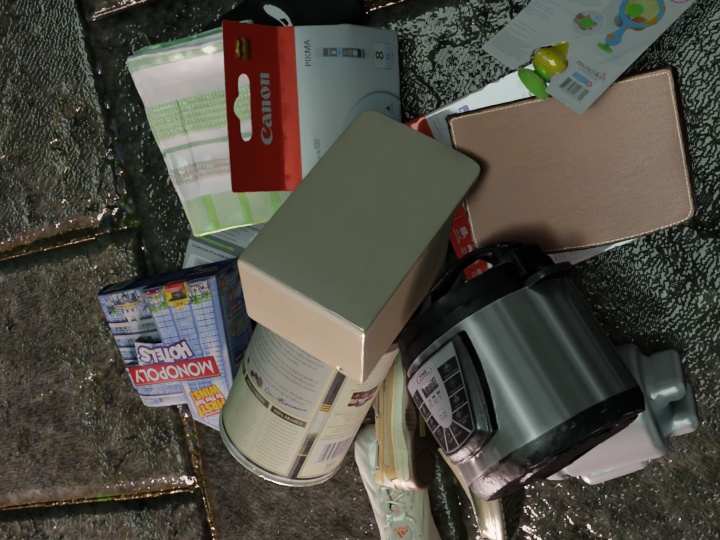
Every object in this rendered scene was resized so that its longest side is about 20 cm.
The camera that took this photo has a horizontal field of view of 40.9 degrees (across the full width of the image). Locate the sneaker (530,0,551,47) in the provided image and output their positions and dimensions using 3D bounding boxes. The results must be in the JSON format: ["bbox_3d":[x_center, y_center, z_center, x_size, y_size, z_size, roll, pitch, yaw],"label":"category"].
[{"bbox_3d":[0.149,-0.302,0.943,0.106,0.075,0.201,-12,81,26],"label":"sneaker"}]

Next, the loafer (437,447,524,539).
[{"bbox_3d":[0.123,0.196,1.030,0.068,0.076,0.201,-9,98,31],"label":"loafer"}]

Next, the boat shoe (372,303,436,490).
[{"bbox_3d":[0.036,0.133,1.039,0.076,0.072,0.201,-6,76,35],"label":"boat shoe"}]

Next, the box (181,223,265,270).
[{"bbox_3d":[-0.109,-0.062,1.091,0.155,0.041,0.201,19,105,16],"label":"box"}]

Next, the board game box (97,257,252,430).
[{"bbox_3d":[-0.198,0.102,1.117,0.199,0.062,0.201,-11,106,28],"label":"board game box"}]

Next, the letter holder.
[{"bbox_3d":[0.198,-0.095,0.889,0.199,0.101,0.143,-10,97,21],"label":"letter holder"}]

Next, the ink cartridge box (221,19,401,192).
[{"bbox_3d":[-0.040,-0.157,0.935,0.047,0.199,0.161,2,96,43],"label":"ink cartridge box"}]

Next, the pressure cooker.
[{"bbox_3d":[0.130,0.081,0.856,0.175,0.179,0.201,-30,71,5],"label":"pressure cooker"}]

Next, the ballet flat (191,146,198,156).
[{"bbox_3d":[-0.118,-0.190,1.043,0.070,0.067,0.201,28,77,-7],"label":"ballet flat"}]

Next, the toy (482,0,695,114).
[{"bbox_3d":[0.216,-0.221,0.841,0.200,0.047,0.115,-42,60,-11],"label":"toy"}]

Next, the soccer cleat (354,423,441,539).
[{"bbox_3d":[0.045,0.267,1.065,0.069,0.078,0.201,-23,90,22],"label":"soccer cleat"}]

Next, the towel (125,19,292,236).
[{"bbox_3d":[-0.140,-0.135,0.965,0.148,0.031,0.201,-8,112,22],"label":"towel"}]

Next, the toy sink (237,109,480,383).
[{"bbox_3d":[0.003,-0.023,0.872,0.130,0.112,0.200,29,63,15],"label":"toy sink"}]

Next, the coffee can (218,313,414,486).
[{"bbox_3d":[-0.050,0.101,0.998,0.146,0.146,0.201,33,121,13],"label":"coffee can"}]

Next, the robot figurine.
[{"bbox_3d":[0.228,0.142,0.959,0.199,0.113,0.170,-18,111,21],"label":"robot figurine"}]

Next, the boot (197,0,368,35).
[{"bbox_3d":[-0.055,-0.229,1.002,0.198,0.073,0.163,48,71,-13],"label":"boot"}]

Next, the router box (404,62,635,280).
[{"bbox_3d":[0.164,-0.094,0.980,0.179,0.049,0.201,-24,90,22],"label":"router box"}]
